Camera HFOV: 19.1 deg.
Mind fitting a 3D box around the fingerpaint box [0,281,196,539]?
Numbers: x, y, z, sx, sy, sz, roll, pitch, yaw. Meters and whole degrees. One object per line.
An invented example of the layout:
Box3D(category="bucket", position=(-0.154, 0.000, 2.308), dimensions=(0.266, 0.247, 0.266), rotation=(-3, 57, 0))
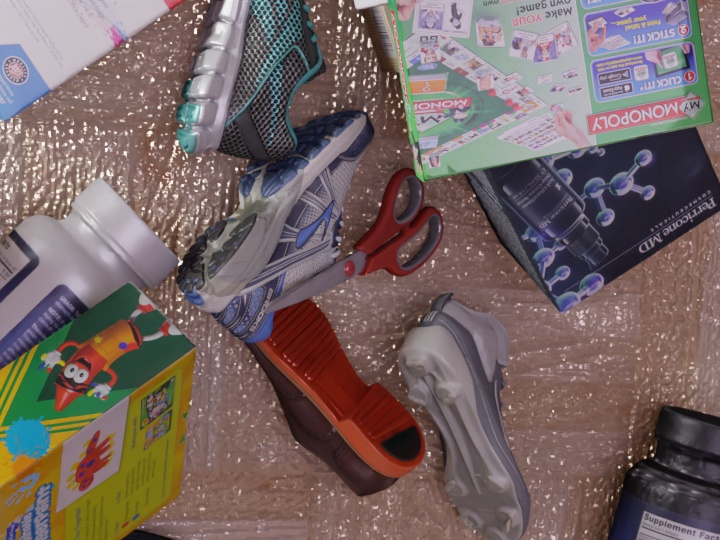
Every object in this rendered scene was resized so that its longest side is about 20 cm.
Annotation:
Box3D(category="fingerpaint box", position=(-0.199, 0.125, 1.429), dimensions=(0.167, 0.200, 0.073), rotation=(-36, 68, -27))

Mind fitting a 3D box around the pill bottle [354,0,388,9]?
Box3D(category="pill bottle", position=(0.024, -0.281, 1.421), dimensions=(0.113, 0.114, 0.201), rotation=(-13, 97, -11))

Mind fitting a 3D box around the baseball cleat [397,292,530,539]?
Box3D(category="baseball cleat", position=(0.093, 0.107, 1.584), dimensions=(0.107, 0.069, 0.201), rotation=(-54, 135, -39))

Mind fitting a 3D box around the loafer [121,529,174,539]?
Box3D(category="loafer", position=(-0.216, 0.226, 1.525), dimensions=(0.199, 0.070, 0.069), rotation=(-4, 99, -13))

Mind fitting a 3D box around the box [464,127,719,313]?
Box3D(category="box", position=(0.145, -0.099, 1.508), dimensions=(0.148, 0.107, 0.200), rotation=(-33, 129, -2))

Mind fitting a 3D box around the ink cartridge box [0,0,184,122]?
Box3D(category="ink cartridge box", position=(-0.198, -0.206, 1.476), dimensions=(0.199, 0.067, 0.117), rotation=(-35, 103, -7))

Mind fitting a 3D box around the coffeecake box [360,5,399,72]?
Box3D(category="coffeecake box", position=(0.087, -0.248, 1.535), dimensions=(0.199, 0.073, 0.154), rotation=(-23, 101, -10))

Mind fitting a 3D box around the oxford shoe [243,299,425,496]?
Box3D(category="oxford shoe", position=(-0.044, 0.082, 1.548), dimensions=(0.200, 0.073, 0.071), rotation=(50, 40, 4))

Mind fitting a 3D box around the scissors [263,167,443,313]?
Box3D(category="scissors", position=(0.000, 0.000, 1.516), dimensions=(0.200, 0.014, 0.074), rotation=(-47, 129, -41))

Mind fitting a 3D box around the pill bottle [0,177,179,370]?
Box3D(category="pill bottle", position=(-0.223, 0.034, 1.478), dimensions=(0.200, 0.111, 0.111), rotation=(-44, 104, -4))

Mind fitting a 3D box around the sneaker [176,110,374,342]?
Box3D(category="sneaker", position=(-0.048, -0.031, 1.519), dimensions=(0.200, 0.077, 0.085), rotation=(-52, 120, -26))

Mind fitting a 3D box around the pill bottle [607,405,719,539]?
Box3D(category="pill bottle", position=(0.241, 0.209, 1.609), dimensions=(0.111, 0.112, 0.201), rotation=(14, 93, -14))

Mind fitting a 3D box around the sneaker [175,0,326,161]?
Box3D(category="sneaker", position=(-0.063, -0.167, 1.506), dimensions=(0.091, 0.078, 0.201), rotation=(18, 86, -18))

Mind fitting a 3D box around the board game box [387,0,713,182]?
Box3D(category="board game box", position=(0.123, -0.143, 1.392), dimensions=(0.199, 0.029, 0.136), rotation=(-11, 103, -8))
